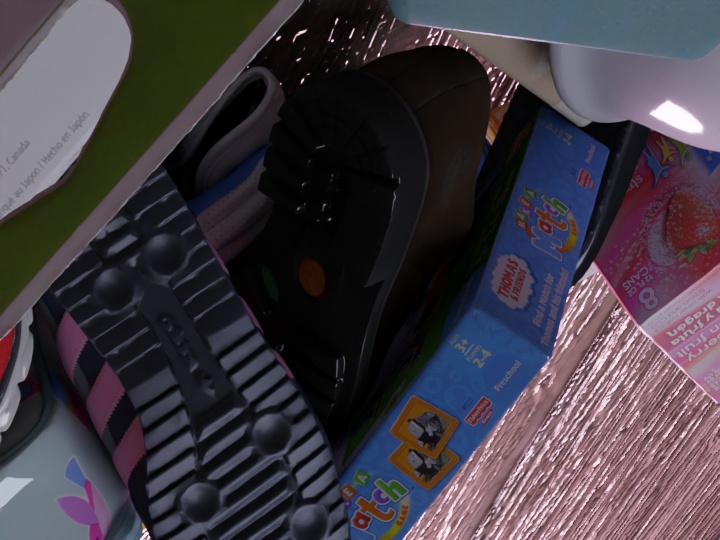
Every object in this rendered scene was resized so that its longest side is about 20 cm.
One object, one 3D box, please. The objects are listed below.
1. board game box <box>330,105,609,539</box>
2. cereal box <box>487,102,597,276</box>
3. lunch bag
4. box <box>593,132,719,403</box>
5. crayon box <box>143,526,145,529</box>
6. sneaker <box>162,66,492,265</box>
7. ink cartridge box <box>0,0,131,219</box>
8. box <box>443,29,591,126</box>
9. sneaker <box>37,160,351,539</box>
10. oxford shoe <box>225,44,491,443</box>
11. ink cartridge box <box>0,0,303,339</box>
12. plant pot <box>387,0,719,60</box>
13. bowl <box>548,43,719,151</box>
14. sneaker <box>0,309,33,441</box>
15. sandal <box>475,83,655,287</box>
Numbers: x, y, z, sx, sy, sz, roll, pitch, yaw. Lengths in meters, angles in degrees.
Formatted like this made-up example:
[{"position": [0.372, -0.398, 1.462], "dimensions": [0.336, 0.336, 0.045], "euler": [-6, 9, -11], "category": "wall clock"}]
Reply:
[{"position": [0.014, 0.052, 0.946], "dimensions": [0.200, 0.036, 0.152], "euler": [-55, -173, 31], "category": "board game box"}, {"position": [0.135, -0.061, 1.193], "dimensions": [0.199, 0.040, 0.144], "euler": [-28, 155, -21], "category": "cereal box"}, {"position": [-0.175, 0.102, 0.903], "dimensions": [0.199, 0.161, 0.077], "euler": [-34, 116, 0], "category": "lunch bag"}, {"position": [0.185, -0.054, 1.056], "dimensions": [0.200, 0.103, 0.095], "euler": [-39, 144, 9], "category": "box"}, {"position": [-0.102, 0.062, 1.076], "dimensions": [0.199, 0.058, 0.119], "euler": [-32, 159, -12], "category": "crayon box"}, {"position": [-0.020, -0.034, 0.969], "dimensions": [0.199, 0.081, 0.147], "euler": [-22, 160, -21], "category": "sneaker"}, {"position": [-0.076, -0.101, 0.701], "dimensions": [0.045, 0.177, 0.200], "euler": [33, 116, -24], "category": "ink cartridge box"}, {"position": [0.051, -0.124, 0.874], "dimensions": [0.078, 0.095, 0.200], "euler": [-40, 158, 11], "category": "box"}, {"position": [-0.062, 0.034, 0.874], "dimensions": [0.070, 0.201, 0.082], "euler": [-24, -167, -9], "category": "sneaker"}, {"position": [0.000, 0.000, 0.896], "dimensions": [0.084, 0.073, 0.200], "euler": [-31, 161, -38], "category": "oxford shoe"}, {"position": [-0.089, -0.084, 0.583], "dimensions": [0.148, 0.201, 0.076], "euler": [-45, 157, 24], "category": "ink cartridge box"}, {"position": [0.069, -0.158, 0.646], "dimensions": [0.140, 0.142, 0.201], "euler": [6, 135, -10], "category": "plant pot"}, {"position": [0.159, -0.112, 0.846], "dimensions": [0.201, 0.090, 0.202], "euler": [-42, 156, -23], "category": "bowl"}, {"position": [-0.187, 0.057, 0.802], "dimensions": [0.200, 0.077, 0.085], "euler": [-40, 155, -3], "category": "sneaker"}, {"position": [0.101, -0.084, 1.013], "dimensions": [0.201, 0.075, 0.045], "euler": [-64, 155, 7], "category": "sandal"}]
